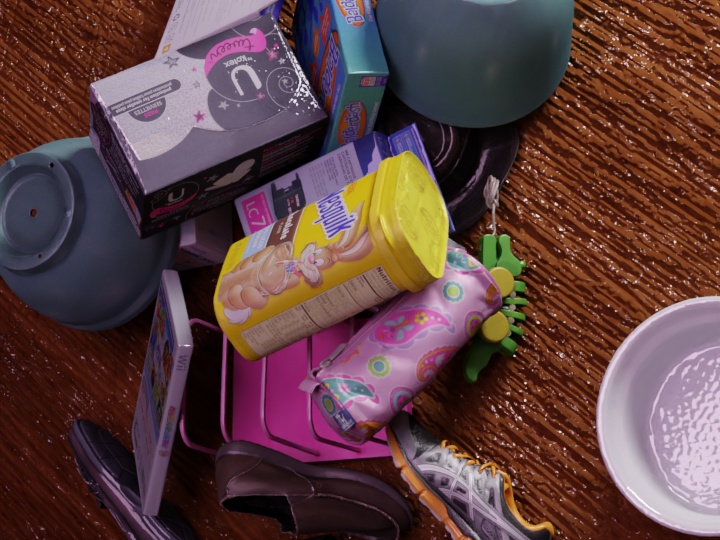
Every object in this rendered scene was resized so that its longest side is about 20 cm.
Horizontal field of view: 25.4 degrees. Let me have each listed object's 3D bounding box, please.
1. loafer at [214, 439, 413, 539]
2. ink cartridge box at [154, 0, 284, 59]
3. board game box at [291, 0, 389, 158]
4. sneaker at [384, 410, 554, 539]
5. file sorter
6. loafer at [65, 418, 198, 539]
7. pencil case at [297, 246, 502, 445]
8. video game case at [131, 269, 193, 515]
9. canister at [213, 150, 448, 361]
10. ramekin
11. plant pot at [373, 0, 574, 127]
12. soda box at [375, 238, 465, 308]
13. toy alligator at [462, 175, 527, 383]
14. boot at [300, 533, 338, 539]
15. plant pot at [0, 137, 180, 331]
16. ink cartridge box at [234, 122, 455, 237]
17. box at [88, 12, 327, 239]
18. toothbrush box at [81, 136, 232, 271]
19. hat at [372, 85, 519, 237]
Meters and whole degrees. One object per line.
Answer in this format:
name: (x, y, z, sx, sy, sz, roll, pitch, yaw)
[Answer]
loafer: (-0.049, 0.227, 1.517, 0.198, 0.073, 0.071, 15, 50, -1)
ink cartridge box: (-0.113, -0.309, 1.677, 0.199, 0.043, 0.200, -19, 43, 37)
board game box: (-0.023, -0.221, 1.595, 0.044, 0.153, 0.202, -3, 55, -15)
sneaker: (0.098, 0.202, 1.484, 0.077, 0.078, 0.200, -42, 79, 6)
file sorter: (-0.064, 0.111, 1.563, 0.198, 0.125, 0.141, -7, 74, 25)
loafer: (-0.250, 0.239, 1.661, 0.200, 0.072, 0.063, 44, 103, 25)
pencil case: (0.037, 0.066, 1.440, 0.200, 0.088, 0.087, -43, 60, -16)
video game case: (-0.200, 0.121, 1.599, 0.144, 0.018, 0.202, -112, 32, -57)
canister: (-0.027, -0.010, 1.451, 0.199, 0.087, 0.149, -26, 26, 21)
ramekin: (0.313, 0.131, 1.382, 0.199, 0.098, 0.203, -7, 75, 26)
plant pot: (0.110, -0.260, 1.503, 0.198, 0.161, 0.203, 0, 68, -1)
soda box: (0.000, 0.000, 1.594, 0.198, 0.064, 0.069, 1, 78, 28)
toy alligator: (0.136, 0.011, 1.531, 0.054, 0.059, 0.202, 11, 78, -14)
boot: (-0.090, 0.357, 1.542, 0.167, 0.076, 0.202, -8, 68, 29)
plant pot: (-0.302, -0.047, 1.625, 0.198, 0.134, 0.203, -5, 78, 26)
ink cartridge box: (-0.018, -0.053, 1.550, 0.198, 0.042, 0.120, -24, 77, 19)
box: (-0.150, -0.143, 1.557, 0.199, 0.115, 0.133, -24, 74, -19)
toothbrush box: (-0.241, -0.072, 1.724, 0.198, 0.085, 0.148, -9, 74, 24)
hat: (0.054, -0.134, 1.590, 0.199, 0.081, 0.203, -7, 75, 27)
